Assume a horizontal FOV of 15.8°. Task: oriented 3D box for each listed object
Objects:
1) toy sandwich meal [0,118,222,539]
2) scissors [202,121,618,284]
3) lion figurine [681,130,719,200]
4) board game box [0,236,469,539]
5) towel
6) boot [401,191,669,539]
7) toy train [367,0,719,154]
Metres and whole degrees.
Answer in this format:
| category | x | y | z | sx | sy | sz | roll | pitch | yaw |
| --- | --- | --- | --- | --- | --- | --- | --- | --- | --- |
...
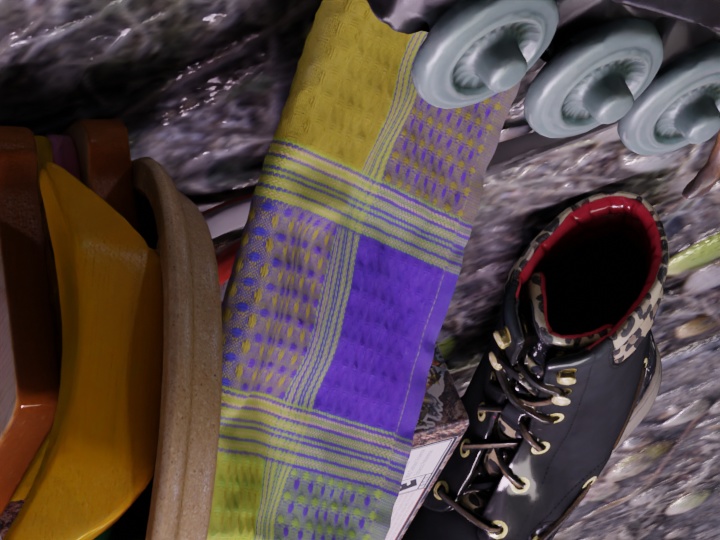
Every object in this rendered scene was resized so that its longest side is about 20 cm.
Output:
| category | x | y | z | sx | sy | sz | roll | pitch | yaw |
| --- | --- | --- | --- | --- | --- | --- | --- | --- | --- |
| toy sandwich meal | -0.095 | 0.048 | 0.799 | 0.070 | 0.205 | 0.205 | 7 | 149 | -15 |
| scissors | 0.012 | -0.032 | 0.943 | 0.200 | 0.073 | 0.014 | -32 | 130 | -38 |
| lion figurine | 0.216 | -0.081 | 0.964 | 0.200 | 0.072 | 0.122 | -17 | 150 | -3 |
| board game box | -0.082 | 0.073 | 0.994 | 0.200 | 0.097 | 0.159 | -14 | 156 | -21 |
| towel | 0.000 | 0.000 | 0.842 | 0.023 | 0.200 | 0.144 | 15 | 174 | 25 |
| boot | 0.059 | 0.069 | 1.082 | 0.204 | 0.073 | 0.154 | -50 | 162 | -20 |
| toy train | 0.074 | -0.099 | 0.746 | 0.114 | 0.085 | 0.200 | -46 | 150 | 26 |
